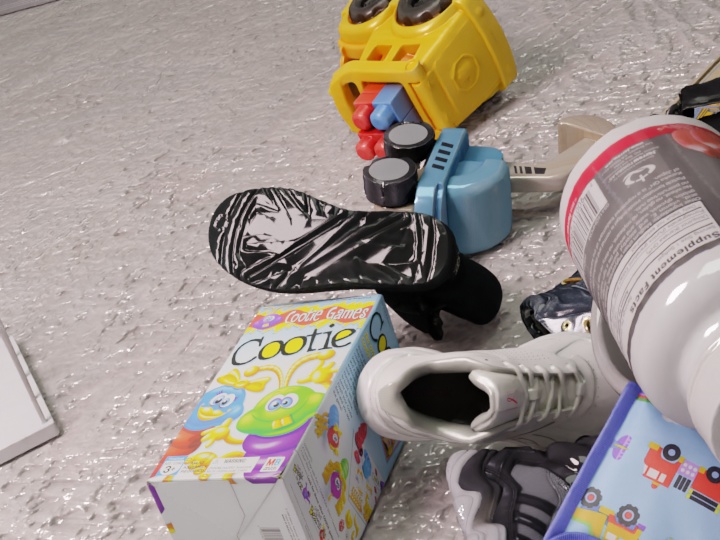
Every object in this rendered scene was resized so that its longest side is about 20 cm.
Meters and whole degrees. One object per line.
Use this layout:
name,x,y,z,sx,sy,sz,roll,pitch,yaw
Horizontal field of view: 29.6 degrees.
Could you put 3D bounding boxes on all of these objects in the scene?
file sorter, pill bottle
file sorter,-0.366,0.082,1.180,0.138,0.126,0.200,-26,28,-14
pill bottle,0.180,0.012,0.701,0.110,0.112,0.201,-18,35,1

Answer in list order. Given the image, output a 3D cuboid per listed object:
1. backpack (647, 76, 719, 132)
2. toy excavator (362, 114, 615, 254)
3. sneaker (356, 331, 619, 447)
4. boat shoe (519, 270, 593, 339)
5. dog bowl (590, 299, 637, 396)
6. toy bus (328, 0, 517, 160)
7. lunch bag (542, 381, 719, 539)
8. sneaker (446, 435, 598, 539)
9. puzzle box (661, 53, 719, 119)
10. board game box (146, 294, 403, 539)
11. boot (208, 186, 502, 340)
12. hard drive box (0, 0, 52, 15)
backpack,0.331,-0.076,1.021,0.198,0.127,0.167,-25,48,-12
toy excavator,0.119,-0.076,1.213,0.198,0.101,0.195,6,36,16
sneaker,0.099,0.084,0.884,0.197,0.079,0.099,-6,0,-5
boat shoe,0.188,0.047,0.960,0.090,0.071,0.200,-27,19,-9
dog bowl,0.220,0.011,0.821,0.200,0.058,0.201,-40,33,33
toy bus,0.036,-0.198,1.450,0.199,0.136,0.193,10,55,46
lunch bag,0.150,0.184,0.681,0.150,0.094,0.201,28,58,16
sneaker,0.119,0.158,0.791,0.113,0.076,0.201,-18,28,1
puzzle box,0.347,-0.145,1.246,0.132,0.026,0.200,7,37,41
board game box,-0.046,0.117,0.938,0.102,0.106,0.200,-6,30,25
boot,0.000,0.000,1.055,0.198,0.168,0.077,5,76,19
hard drive box,-0.608,-0.551,2.519,0.154,0.077,0.201,-11,28,14
